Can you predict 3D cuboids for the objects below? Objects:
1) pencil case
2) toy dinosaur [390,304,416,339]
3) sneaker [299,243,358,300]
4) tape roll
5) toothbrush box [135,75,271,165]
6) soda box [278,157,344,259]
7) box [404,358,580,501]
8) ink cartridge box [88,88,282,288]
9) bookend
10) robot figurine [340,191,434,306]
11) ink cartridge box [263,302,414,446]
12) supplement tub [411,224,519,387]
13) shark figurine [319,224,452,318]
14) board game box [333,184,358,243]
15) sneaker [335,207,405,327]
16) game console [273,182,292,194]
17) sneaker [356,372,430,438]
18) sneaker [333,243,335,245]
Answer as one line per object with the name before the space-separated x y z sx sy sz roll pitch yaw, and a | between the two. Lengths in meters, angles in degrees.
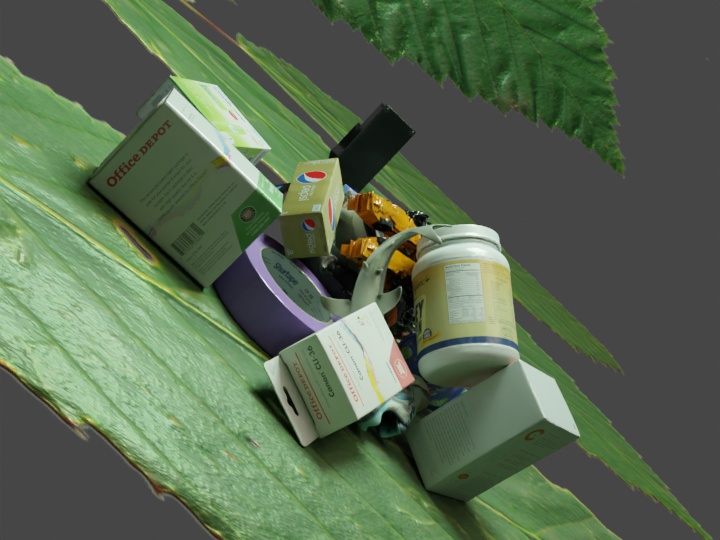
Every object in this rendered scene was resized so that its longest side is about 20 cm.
pencil case | 0.111 0.157 1.723 0.200 0.086 0.079 55 36 -64
toy dinosaur | 0.062 0.063 1.904 0.199 0.103 0.135 33 -25 -30
sneaker | -0.019 0.026 1.623 0.201 0.076 0.091 55 -27 -2
tape roll | -0.107 0.040 1.519 0.200 0.066 0.200 43 15 -14
toothbrush box | -0.244 -0.220 1.786 0.146 0.086 0.200 49 12 6
soda box | -0.068 -0.092 1.619 0.200 0.063 0.068 -77 160 -62
box | 0.183 0.226 1.571 0.124 0.199 0.098 29 33 -52
ink cartridge box | -0.216 -0.104 1.415 0.200 0.145 0.088 43 13 -17
bookend | 0.024 -0.292 2.571 0.092 0.199 0.200 42 14 -11
robot figurine | 0.051 -0.033 1.658 0.200 0.058 0.147 32 61 -50
ink cartridge box | -0.024 0.125 1.384 0.200 0.067 0.117 -26 88 -59
supplement tub | 0.146 0.051 1.594 0.144 0.143 0.202 29 51 -52
shark figurine | 0.032 0.014 1.546 0.127 0.216 0.089 24 0 17
board game box | 0.019 -0.030 2.034 0.159 0.097 0.201 35 18 -41
sneaker | 0.007 -0.008 1.724 0.076 0.091 0.202 -34 114 -51
game console | -0.206 -0.129 1.576 0.172 0.119 0.200 46 13 -5
sneaker | 0.039 0.193 1.559 0.199 0.077 0.087 14 47 -55
sneaker | -0.052 -0.004 1.799 0.080 0.071 0.201 30 21 -42
